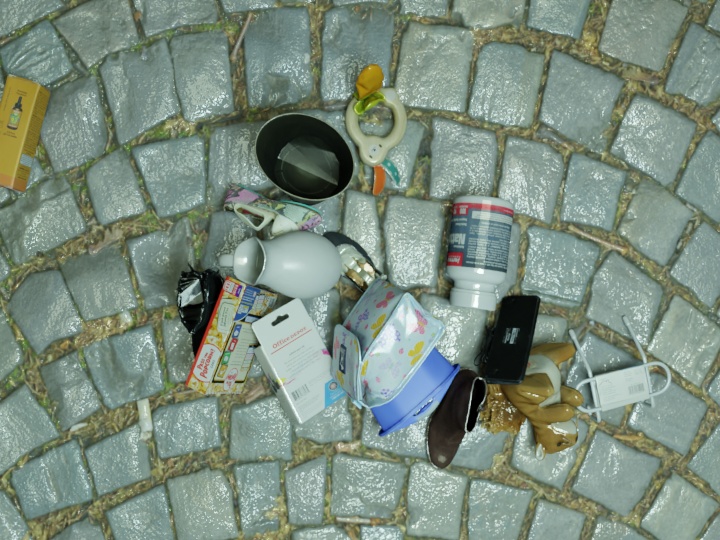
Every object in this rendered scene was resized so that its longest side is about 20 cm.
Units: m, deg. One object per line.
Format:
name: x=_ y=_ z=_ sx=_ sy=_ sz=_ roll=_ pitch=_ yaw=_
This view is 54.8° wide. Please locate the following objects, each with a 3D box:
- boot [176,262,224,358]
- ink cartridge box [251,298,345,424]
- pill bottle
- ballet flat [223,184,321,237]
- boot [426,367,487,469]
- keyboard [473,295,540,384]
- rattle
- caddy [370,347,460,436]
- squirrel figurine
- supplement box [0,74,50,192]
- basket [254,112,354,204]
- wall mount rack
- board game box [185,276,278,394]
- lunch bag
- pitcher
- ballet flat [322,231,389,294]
boot: x=-0.287 y=0.091 z=1.268 sx=0.071 sy=0.162 sz=0.205 roll=1 pitch=88 yaw=0
ink cartridge box: x=-0.122 y=0.170 z=1.305 sx=0.113 sy=0.068 sz=0.204 roll=-27 pitch=90 yaw=-25
pill bottle: x=0.222 y=-0.031 z=1.314 sx=0.116 sy=0.120 sz=0.207 roll=7 pitch=88 yaw=-2
ballet flat: x=-0.170 y=-0.102 z=1.309 sx=0.195 sy=0.070 sz=0.072 roll=19 pitch=64 yaw=12
boot: x=0.175 y=0.281 z=1.281 sx=0.070 sy=0.166 sz=0.206 roll=16 pitch=88 yaw=-2
keyboard: x=0.280 y=0.134 z=1.313 sx=0.102 sy=0.040 sz=0.203 roll=-1 pitch=47 yaw=30
rattle: x=0.040 y=-0.259 z=1.308 sx=0.126 sy=0.142 sz=0.207 roll=3 pitch=82 yaw=-21
caddy: x=0.097 y=0.225 z=1.294 sx=0.199 sy=0.141 sz=0.106 roll=-40 pitch=85 yaw=-2
squirrel figurine: x=0.323 y=0.256 z=1.316 sx=0.195 sy=0.142 sz=0.191 roll=-6 pitch=117 yaw=32
supplement box: x=-0.649 y=-0.257 z=1.311 sx=0.065 sy=0.069 sz=0.206 roll=15 pitch=90 yaw=-3
basket: x=-0.099 y=-0.188 z=1.264 sx=0.176 sy=0.200 sz=0.139 roll=23 pitch=87 yaw=-3
wall mount rack: x=0.489 y=0.192 z=1.348 sx=0.194 sy=0.075 sz=0.179 roll=-13 pitch=93 yaw=-3
board game box: x=-0.231 y=0.123 z=1.273 sx=0.045 sy=0.151 sz=0.205 roll=20 pitch=87 yaw=18
lunch bag: x=0.028 y=0.129 z=1.220 sx=0.126 sy=0.169 sz=0.202 roll=37 pitch=88 yaw=-19
pitcher: x=-0.146 y=-0.013 z=1.275 sx=0.197 sy=0.169 sz=0.125 roll=3 pitch=91 yaw=-44
ballet flat: x=0.000 y=0.000 z=1.330 sx=0.073 sy=0.073 sz=0.200 roll=-45 pitch=90 yaw=-3
